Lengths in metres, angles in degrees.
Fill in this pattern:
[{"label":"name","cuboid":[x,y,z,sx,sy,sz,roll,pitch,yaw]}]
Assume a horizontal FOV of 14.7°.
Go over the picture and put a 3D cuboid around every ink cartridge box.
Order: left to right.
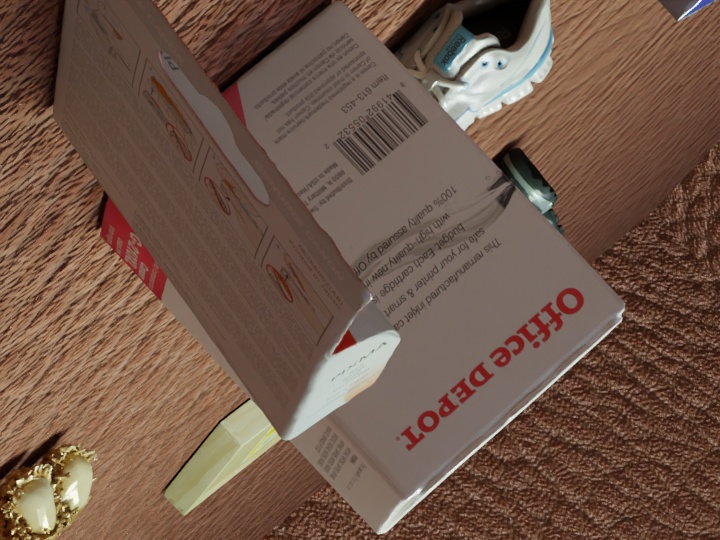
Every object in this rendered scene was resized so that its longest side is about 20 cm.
[{"label":"ink cartridge box","cuboid":[-0.043,-0.037,0.983,0.050,0.162,0.200,-33,171,-19]},{"label":"ink cartridge box","cuboid":[0.000,0.000,1.295,0.145,0.200,0.084,-40,173,-19]}]

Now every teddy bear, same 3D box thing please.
[{"label":"teddy bear","cuboid":[-0.234,0.183,1.715,0.200,0.067,0.145,-57,175,39]}]

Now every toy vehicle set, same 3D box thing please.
[{"label":"toy vehicle set","cuboid":[-0.072,0.120,2.351,0.200,0.027,0.124,-37,171,-43]}]

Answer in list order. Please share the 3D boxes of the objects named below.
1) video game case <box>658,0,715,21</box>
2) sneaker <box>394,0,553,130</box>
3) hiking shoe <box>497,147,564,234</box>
[{"label":"video game case","cuboid":[0.084,-0.193,0.675,0.200,0.181,0.045,-48,171,35]},{"label":"sneaker","cuboid":[0.035,-0.097,1.504,0.200,0.075,0.087,-48,169,-24]},{"label":"hiking shoe","cuboid":[0.112,-0.042,2.286,0.087,0.074,0.200,-35,163,-2]}]
